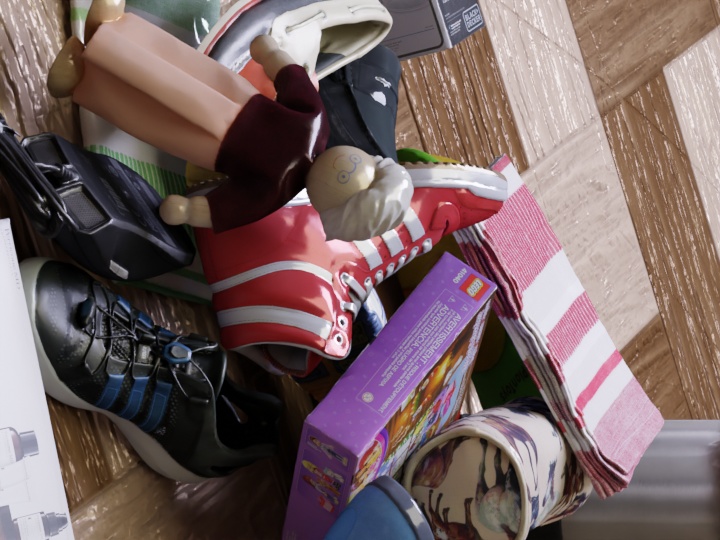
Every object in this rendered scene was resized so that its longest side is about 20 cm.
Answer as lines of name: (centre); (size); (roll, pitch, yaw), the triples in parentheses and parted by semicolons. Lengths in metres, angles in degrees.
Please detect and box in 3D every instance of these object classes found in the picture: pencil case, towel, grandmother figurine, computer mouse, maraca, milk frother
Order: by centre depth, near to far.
computer mouse: (-0.167, -0.053, 1.503); (0.141, 0.046, 0.200); (52, 11, 17)
grandmother figurine: (-0.066, -0.072, 1.517); (0.122, 0.199, 0.061); (-62, 173, -12)
towel: (-0.114, -0.083, 1.653); (0.152, 0.023, 0.201); (15, 66, -60)
pencil case: (0.084, 0.125, 1.693); (0.200, 0.078, 0.090); (-12, 113, -73)
towel: (0.121, 0.030, 1.750); (0.200, 0.023, 0.144); (60, 20, -5)
maraca: (0.066, 0.013, 1.826); (0.107, 0.137, 0.200); (-25, 73, -24)
milk frother: (0.166, 0.125, 1.910); (0.181, 0.187, 0.201); (59, 34, -62)

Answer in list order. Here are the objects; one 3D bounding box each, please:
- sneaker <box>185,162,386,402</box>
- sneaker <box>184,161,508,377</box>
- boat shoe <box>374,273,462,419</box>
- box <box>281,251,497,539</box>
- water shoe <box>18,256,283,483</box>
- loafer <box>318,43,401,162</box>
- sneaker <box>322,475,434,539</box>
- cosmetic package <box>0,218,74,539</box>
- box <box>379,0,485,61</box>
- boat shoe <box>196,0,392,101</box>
sneaker: (-0.025, -0.013, 1.682); (0.200, 0.075, 0.088); (64, 30, -23)
sneaker: (0.000, 0.000, 1.597); (0.199, 0.071, 0.113); (-5, 82, -30)
boat shoe: (0.002, 0.047, 1.765); (0.070, 0.070, 0.201); (-63, 133, -69)
box: (0.012, 0.095, 1.629); (0.137, 0.039, 0.200); (-49, 165, -28)
water shoe: (-0.112, 0.046, 1.538); (0.200, 0.079, 0.072); (43, 42, -48)
loafer: (-0.007, -0.109, 1.734); (0.068, 0.070, 0.201); (56, 4, -46)
sneaker: (-0.014, 0.187, 1.575); (0.078, 0.200, 0.066); (-24, 65, -30)
cosmetic package: (-0.191, 0.078, 1.404); (0.082, 0.050, 0.201); (-10, 87, -64)
box: (-0.010, -0.229, 1.818); (0.060, 0.116, 0.201); (-37, 112, -59)
boat shoe: (-0.046, -0.121, 1.635); (0.062, 0.071, 0.200); (37, 35, 6)
